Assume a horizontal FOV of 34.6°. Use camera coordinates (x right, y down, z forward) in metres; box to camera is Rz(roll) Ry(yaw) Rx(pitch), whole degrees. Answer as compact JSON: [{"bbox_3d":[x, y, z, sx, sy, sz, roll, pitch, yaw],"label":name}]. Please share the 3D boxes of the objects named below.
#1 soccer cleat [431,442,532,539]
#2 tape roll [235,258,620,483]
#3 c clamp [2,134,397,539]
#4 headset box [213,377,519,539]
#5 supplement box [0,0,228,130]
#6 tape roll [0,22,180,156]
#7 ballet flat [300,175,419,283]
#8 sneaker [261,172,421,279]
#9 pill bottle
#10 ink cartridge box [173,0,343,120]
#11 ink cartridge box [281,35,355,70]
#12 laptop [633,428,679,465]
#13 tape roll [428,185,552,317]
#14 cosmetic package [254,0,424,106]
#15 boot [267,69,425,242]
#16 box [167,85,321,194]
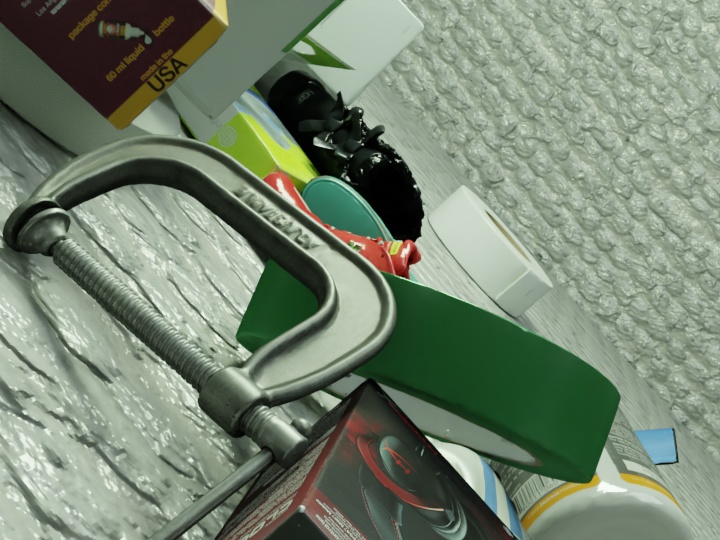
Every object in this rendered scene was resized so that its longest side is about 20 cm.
[{"bbox_3d":[0.067,0.167,0.594,0.086,0.070,0.200,22,21,-42],"label":"soccer cleat"},{"bbox_3d":[0.034,0.053,0.610,0.200,0.048,0.200,21,-11,4],"label":"tape roll"},{"bbox_3d":[-0.076,0.007,0.487,0.171,0.027,0.200,-26,54,-35],"label":"c clamp"},{"bbox_3d":[0.015,0.138,0.437,0.149,0.075,0.200,48,11,0],"label":"headset box"},{"bbox_3d":[-0.170,-0.184,0.612,0.200,0.086,0.110,43,13,-24],"label":"supplement box"},{"bbox_3d":[-0.193,-0.144,0.702,0.203,0.037,0.203,45,11,-12],"label":"tape roll"},{"bbox_3d":[0.014,0.017,0.903,0.200,0.067,0.070,54,-3,10],"label":"ballet flat"},{"bbox_3d":[0.000,0.000,0.825,0.200,0.085,0.077,51,11,15],"label":"sneaker"},{"bbox_3d":[0.140,0.145,0.785,0.116,0.116,0.200,44,12,-21],"label":"pill bottle"},{"bbox_3d":[-0.113,-0.218,0.804,0.200,0.145,0.084,47,-1,44],"label":"ink cartridge box"},{"bbox_3d":[-0.110,-0.233,0.969,0.200,0.076,0.148,13,-2,21],"label":"ink cartridge box"},{"bbox_3d":[0.159,0.107,0.991,0.200,0.116,0.187,50,11,9],"label":"laptop"},{"bbox_3d":[0.190,-0.028,1.683,0.202,0.071,0.202,47,11,-12],"label":"tape roll"},{"bbox_3d":[-0.070,-0.261,1.178,0.199,0.123,0.200,46,-15,-11],"label":"cosmetic package"},{"bbox_3d":[0.002,-0.079,1.022,0.162,0.073,0.198,47,-7,41],"label":"boot"},{"bbox_3d":[-0.108,-0.128,0.948,0.200,0.048,0.122,54,12,21],"label":"box"}]
